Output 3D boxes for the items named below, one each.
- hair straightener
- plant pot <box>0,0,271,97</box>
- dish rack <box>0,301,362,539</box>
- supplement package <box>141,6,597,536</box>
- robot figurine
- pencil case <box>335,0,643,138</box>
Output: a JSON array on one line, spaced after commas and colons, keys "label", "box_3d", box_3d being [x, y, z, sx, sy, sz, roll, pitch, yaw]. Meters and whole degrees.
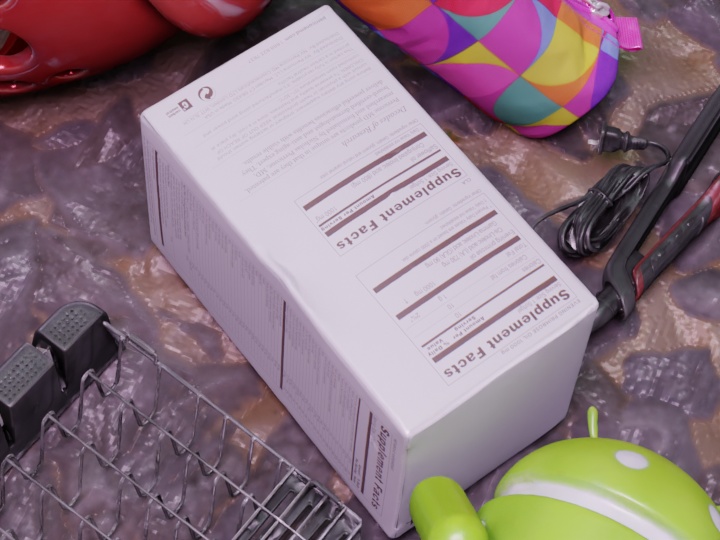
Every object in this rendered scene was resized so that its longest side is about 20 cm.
[{"label": "hair straightener", "box_3d": [0.143, -0.038, 1.005, 0.077, 0.041, 0.200, 36, 68, 17]}, {"label": "plant pot", "box_3d": [-0.140, -0.190, 0.948, 0.181, 0.201, 0.202, -5, 54, 26]}, {"label": "dish rack", "box_3d": [-0.105, 0.115, 0.884, 0.199, 0.055, 0.154, 35, 64, 15]}, {"label": "supplement package", "box_3d": [0.000, 0.000, 0.915, 0.109, 0.114, 0.200, -32, 67, -20]}, {"label": "robot figurine", "box_3d": [0.086, 0.158, 0.831, 0.175, 0.116, 0.201, 37, 62, -8]}, {"label": "pencil case", "box_3d": [0.049, -0.142, 0.974, 0.199, 0.088, 0.089, 28, 47, -40]}]
